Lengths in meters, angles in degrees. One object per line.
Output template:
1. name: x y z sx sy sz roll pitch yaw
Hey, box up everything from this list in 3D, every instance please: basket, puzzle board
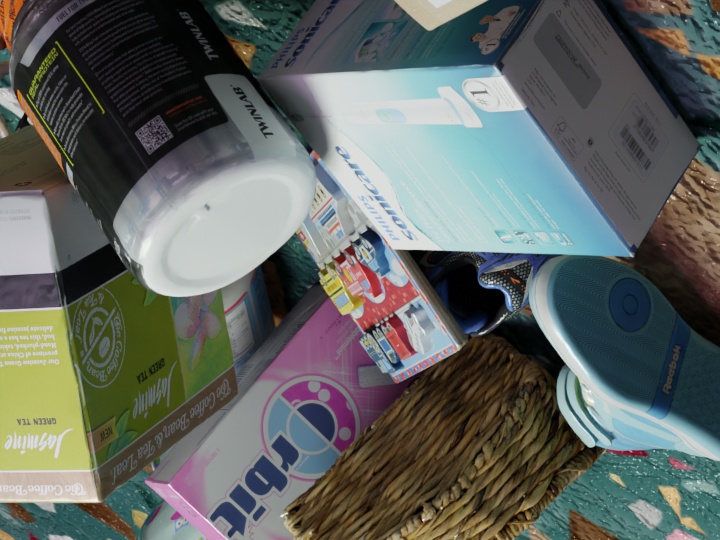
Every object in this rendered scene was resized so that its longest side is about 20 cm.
1. basket: 0.077 0.164 1.556 0.149 0.200 0.143 49 172 -26
2. puzzle board: 0.000 0.000 1.498 0.151 0.017 0.200 55 166 1

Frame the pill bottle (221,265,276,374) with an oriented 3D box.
1. pill bottle: -0.122 0.012 1.661 0.109 0.109 0.200 24 152 21

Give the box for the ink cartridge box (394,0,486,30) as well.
1. ink cartridge box: 0.040 -0.216 1.119 0.165 0.075 0.200 40 154 -15

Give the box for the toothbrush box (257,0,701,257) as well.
1. toothbrush box: 0.063 -0.087 1.298 0.200 0.085 0.146 0 138 50

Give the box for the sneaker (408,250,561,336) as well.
1. sneaker: 0.063 0.005 1.463 0.075 0.079 0.200 39 154 -8

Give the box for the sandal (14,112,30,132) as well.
1. sandal: -0.207 -0.051 1.607 0.076 0.043 0.201 178 81 -73

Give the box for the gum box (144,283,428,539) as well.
1. gum box: -0.039 0.111 1.636 0.113 0.200 0.066 44 165 -13

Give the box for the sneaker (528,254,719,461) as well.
1. sneaker: 0.146 0.058 1.434 0.200 0.080 0.130 38 157 -30

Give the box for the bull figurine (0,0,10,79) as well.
1. bull figurine: -0.190 -0.163 1.454 0.065 0.121 0.200 51 156 30

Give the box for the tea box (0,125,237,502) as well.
1. tea box: -0.189 0.022 1.474 0.133 0.200 0.197 -2 107 24

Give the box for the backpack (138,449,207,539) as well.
1. backpack: -0.068 0.168 1.753 0.176 0.200 0.153 4 144 47

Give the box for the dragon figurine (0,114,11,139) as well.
1. dragon figurine: -0.224 -0.050 1.730 0.200 0.059 0.099 39 154 -13

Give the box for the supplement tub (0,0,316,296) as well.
1. supplement tub: -0.123 -0.093 1.351 0.200 0.122 0.123 55 164 26
